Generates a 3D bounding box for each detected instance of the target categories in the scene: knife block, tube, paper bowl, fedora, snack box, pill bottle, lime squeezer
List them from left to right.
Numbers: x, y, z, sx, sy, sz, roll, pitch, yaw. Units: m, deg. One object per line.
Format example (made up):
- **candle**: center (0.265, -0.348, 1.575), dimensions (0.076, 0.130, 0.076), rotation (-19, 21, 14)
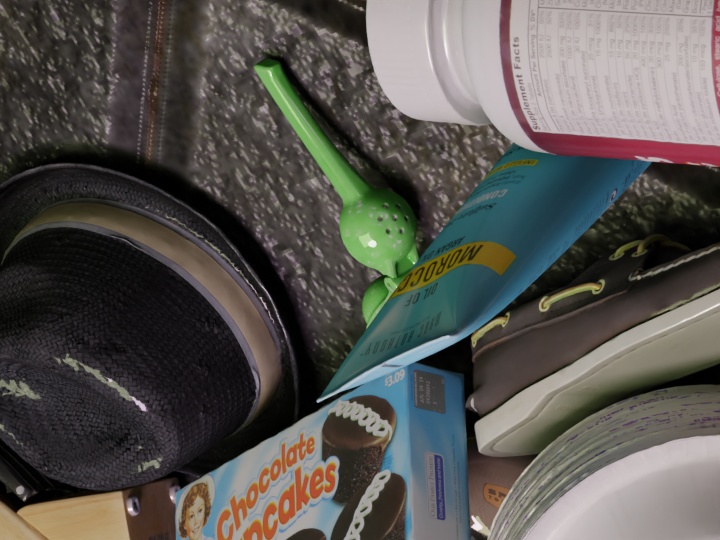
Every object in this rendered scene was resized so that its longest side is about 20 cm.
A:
- **knife block**: center (-0.173, 0.169, 1.511), dimensions (0.175, 0.064, 0.201), rotation (-12, 88, 25)
- **fedora**: center (-0.129, 0.044, 1.433), dimensions (0.200, 0.092, 0.202), rotation (19, 130, 24)
- **snack box**: center (-0.021, 0.130, 1.353), dimensions (0.037, 0.117, 0.200), rotation (14, 151, -32)
- **lime squeezer**: center (0.000, 0.000, 1.346), dimensions (0.070, 0.038, 0.201), rotation (4, 124, 35)
- **tube**: center (0.057, -0.012, 1.177), dimensions (0.050, 0.200, 0.077), rotation (49, 135, -6)
- **pill bottle**: center (0.109, -0.097, 1.141), dimensions (0.199, 0.110, 0.110), rotation (6, 124, 33)
- **paper bowl**: center (0.150, 0.158, 1.240), dimensions (0.199, 0.104, 0.202), rotation (0, 109, 0)

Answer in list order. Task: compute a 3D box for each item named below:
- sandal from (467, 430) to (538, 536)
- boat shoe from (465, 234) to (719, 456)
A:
- **sandal**: center (0.118, 0.131, 1.343), dimensions (0.199, 0.054, 0.081), rotation (19, 130, 25)
- **boat shoe**: center (0.114, 0.019, 1.252), dimensions (0.201, 0.071, 0.061), rotation (-32, 61, 44)
